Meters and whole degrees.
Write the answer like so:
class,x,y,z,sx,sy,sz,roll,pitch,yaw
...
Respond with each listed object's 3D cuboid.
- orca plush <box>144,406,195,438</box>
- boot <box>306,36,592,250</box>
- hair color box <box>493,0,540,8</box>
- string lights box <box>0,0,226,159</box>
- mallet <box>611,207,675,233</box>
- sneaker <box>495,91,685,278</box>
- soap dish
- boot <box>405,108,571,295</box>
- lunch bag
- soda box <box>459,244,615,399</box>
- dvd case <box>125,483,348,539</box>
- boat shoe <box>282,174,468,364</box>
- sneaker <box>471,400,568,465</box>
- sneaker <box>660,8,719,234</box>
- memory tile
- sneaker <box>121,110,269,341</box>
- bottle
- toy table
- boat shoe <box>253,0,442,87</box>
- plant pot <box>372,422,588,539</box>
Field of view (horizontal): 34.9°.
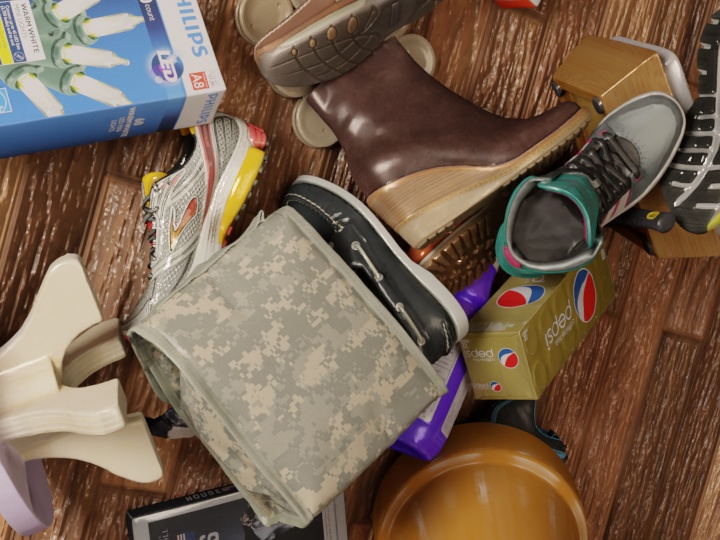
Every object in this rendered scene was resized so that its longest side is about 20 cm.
class,x,y,z,sx,sy,sz,roll,pitch,yaw
orca plush,-0.099,0.110,0.991,0.198,0.072,0.106,-7,147,-21
boot,0.074,-0.132,0.955,0.199,0.072,0.167,-32,79,-7
hair color box,0.099,-0.333,0.998,0.199,0.064,0.112,33,84,-26
string lights box,-0.212,-0.150,0.853,0.198,0.059,0.104,-14,75,-24
mallet,0.211,-0.047,1.032,0.066,0.200,0.041,-39,108,-3
sneaker,0.184,-0.067,0.924,0.084,0.121,0.200,44,101,3
soap dish,0.259,-0.114,1.073,0.081,0.157,0.201,-26,110,-3
boot,0.087,-0.060,1.025,0.200,0.107,0.075,-47,150,-15
lunch bag,-0.063,0.071,0.885,0.164,0.117,0.201,-40,97,-25
soda box,0.165,0.040,1.048,0.200,0.063,0.068,-40,119,-48
dvd case,-0.103,0.263,1.024,0.198,0.025,0.152,-10,103,-26
boat shoe,0.000,0.000,0.950,0.060,0.200,0.076,-38,158,-30
sneaker,0.183,0.207,1.131,0.082,0.073,0.201,-42,115,-14
sneaker,0.323,-0.121,0.976,0.090,0.078,0.202,24,83,-40
memory tile,-0.030,-0.219,0.979,0.153,0.017,0.201,-35,113,-17
sneaker,-0.149,-0.037,0.926,0.082,0.078,0.202,25,80,-21
bottle,0.069,0.067,1.041,0.202,0.083,0.065,-65,150,-17
toy table,-0.232,0.089,0.851,0.116,0.184,0.202,-20,121,-6
boat shoe,-0.011,-0.220,0.943,0.199,0.076,0.072,-34,70,-23
plant pot,0.112,0.264,1.005,0.198,0.183,0.202,0,108,-1
